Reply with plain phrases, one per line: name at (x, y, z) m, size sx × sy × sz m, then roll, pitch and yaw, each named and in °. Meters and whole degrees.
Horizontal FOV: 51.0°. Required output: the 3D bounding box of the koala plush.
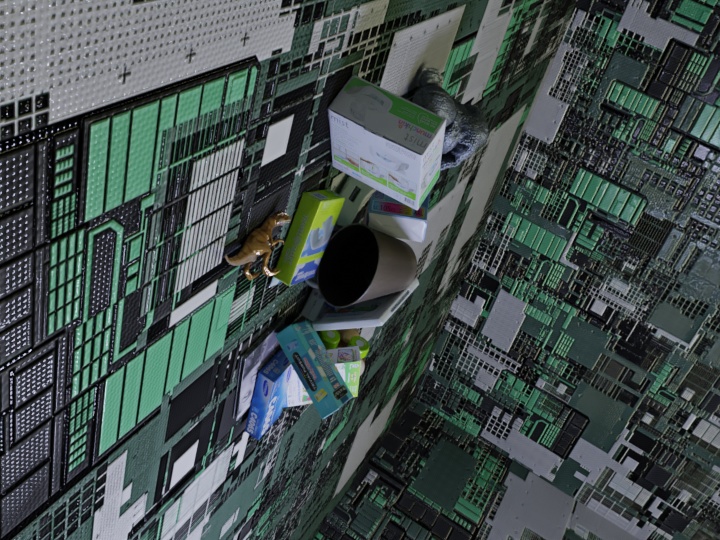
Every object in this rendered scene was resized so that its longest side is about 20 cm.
koala plush at (0.181, -0.351, 1.720) m, size 0.200 × 0.180 × 0.181 m, roll 42°, pitch 49°, yaw -49°

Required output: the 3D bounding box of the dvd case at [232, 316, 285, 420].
dvd case at (-0.219, 0.213, 1.629) m, size 0.149 × 0.016 × 0.203 m, roll -47°, pitch 159°, yaw -46°

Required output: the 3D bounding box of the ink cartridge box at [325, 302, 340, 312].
ink cartridge box at (0.000, 0.000, 1.718) m, size 0.198 × 0.044 × 0.096 m, roll -34°, pitch 134°, yaw -26°

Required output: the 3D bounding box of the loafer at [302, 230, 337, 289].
loafer at (-0.058, -0.048, 1.621) m, size 0.202 × 0.062 × 0.072 m, roll -58°, pitch 165°, yaw -16°

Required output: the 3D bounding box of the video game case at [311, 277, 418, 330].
video game case at (0.011, 0.075, 1.707) m, size 0.182 × 0.197 × 0.024 m, roll -44°, pitch 117°, yaw -46°

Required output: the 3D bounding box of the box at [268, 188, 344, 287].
box at (-0.105, -0.057, 1.481) m, size 0.204 × 0.047 × 0.122 m, roll -68°, pitch 164°, yaw 17°

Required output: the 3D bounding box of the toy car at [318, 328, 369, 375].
toy car at (-0.061, 0.181, 1.961) m, size 0.202 × 0.154 × 0.166 m, roll -87°, pitch -162°, yaw -51°

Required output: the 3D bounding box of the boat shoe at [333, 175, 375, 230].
boat shoe at (-0.008, -0.165, 1.602) m, size 0.202 × 0.070 × 0.070 m, roll -59°, pitch -170°, yaw -22°

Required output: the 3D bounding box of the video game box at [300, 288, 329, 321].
video game box at (-0.057, 0.033, 1.807) m, size 0.185 × 0.046 × 0.200 m, roll -62°, pitch 165°, yaw 5°

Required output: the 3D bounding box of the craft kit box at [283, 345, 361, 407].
craft kit box at (-0.099, 0.257, 1.813) m, size 0.202 × 0.192 × 0.049 m, roll 96°, pitch -12°, yaw -56°

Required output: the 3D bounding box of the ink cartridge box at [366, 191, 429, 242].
ink cartridge box at (0.088, -0.172, 1.681) m, size 0.077 × 0.133 × 0.203 m, roll 99°, pitch 0°, yaw -51°

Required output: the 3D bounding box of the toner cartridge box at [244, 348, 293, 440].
toner cartridge box at (-0.203, 0.279, 1.689) m, size 0.095 × 0.043 × 0.203 m, roll -47°, pitch 161°, yaw -49°

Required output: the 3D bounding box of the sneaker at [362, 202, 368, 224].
sneaker at (0.047, -0.103, 1.776) m, size 0.071 × 0.078 × 0.205 m, roll 3°, pitch 102°, yaw -74°

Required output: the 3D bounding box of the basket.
basket at (0.025, -0.009, 1.590) m, size 0.198 × 0.136 × 0.182 m, roll 1°, pitch 128°, yaw -57°

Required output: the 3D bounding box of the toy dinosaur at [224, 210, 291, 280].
toy dinosaur at (-0.184, -0.032, 1.275) m, size 0.201 × 0.059 × 0.108 m, roll -53°, pitch 140°, yaw -49°

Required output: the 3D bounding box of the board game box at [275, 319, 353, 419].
board game box at (-0.099, 0.211, 1.642) m, size 0.046 × 0.203 × 0.151 m, roll -31°, pitch 174°, yaw 10°

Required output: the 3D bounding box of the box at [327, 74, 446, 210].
box at (0.046, -0.232, 1.387) m, size 0.098 × 0.197 × 0.178 m, roll -54°, pitch 163°, yaw -23°
